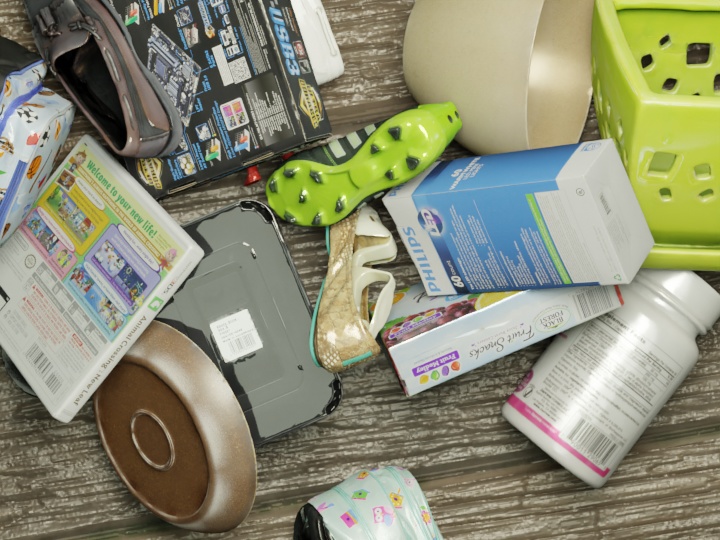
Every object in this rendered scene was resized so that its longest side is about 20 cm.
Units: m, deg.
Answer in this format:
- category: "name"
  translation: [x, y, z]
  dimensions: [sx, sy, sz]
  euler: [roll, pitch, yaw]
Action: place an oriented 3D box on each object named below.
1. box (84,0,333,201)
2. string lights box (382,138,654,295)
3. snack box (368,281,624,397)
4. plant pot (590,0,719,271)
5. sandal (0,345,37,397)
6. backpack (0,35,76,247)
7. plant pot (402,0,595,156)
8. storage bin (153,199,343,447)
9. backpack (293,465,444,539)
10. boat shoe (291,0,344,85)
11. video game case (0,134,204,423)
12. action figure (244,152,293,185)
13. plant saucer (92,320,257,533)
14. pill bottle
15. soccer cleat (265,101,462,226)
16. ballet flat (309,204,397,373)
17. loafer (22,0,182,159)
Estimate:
- category: "box"
  translation: [-0.139, -0.178, 1.252]
  dimensions: [0.198, 0.050, 0.201]
  euler: [-17, 93, 36]
- category: "string lights box"
  translation: [0.125, -0.040, 1.196]
  dimensions: [0.059, 0.199, 0.103]
  euler: [-49, 123, -39]
- category: "snack box"
  translation: [0.112, 0.030, 1.276]
  dimensions: [0.199, 0.142, 0.053]
  euler: [-23, 104, -2]
- category: "plant pot"
  translation: [0.295, -0.111, 1.243]
  dimensions: [0.198, 0.201, 0.182]
  euler: [1, 126, -4]
- category: "sandal"
  translation: [-0.266, 0.016, 1.307]
  dimensions: [0.076, 0.043, 0.201]
  euler: [22, 91, -4]
- category: "backpack"
  translation: [-0.337, -0.100, 1.238]
  dimensions: [0.154, 0.200, 0.191]
  euler: [35, 104, -3]
- category: "plant pot"
  translation: [0.114, -0.186, 1.258]
  dimensions: [0.134, 0.200, 0.202]
  euler: [12, 92, 22]
- category: "storage bin"
  translation: [-0.109, 0.048, 1.293]
  dimensions: [0.134, 0.094, 0.201]
  euler: [-22, 93, -2]
- category: "backpack"
  translation: [0.022, 0.276, 1.290]
  dimensions: [0.126, 0.167, 0.201]
  euler: [-23, 91, -21]
- category: "boat shoe"
  translation: [-0.069, -0.257, 1.298]
  dimensions: [0.065, 0.073, 0.201]
  euler: [-18, 93, -23]
- category: "video game case"
  translation: [-0.241, 0.002, 1.251]
  dimensions: [0.182, 0.022, 0.200]
  euler: [-50, 49, 4]
- category: "action figure"
  translation: [-0.116, -0.177, 1.304]
  dimensions: [0.065, 0.052, 0.201]
  euler: [-22, 91, -7]
- category: "plant saucer"
  translation: [-0.168, 0.140, 1.255]
  dimensions: [0.032, 0.200, 0.201]
  euler: [-26, 95, -42]
- category: "pill bottle"
  translation: [0.226, 0.082, 1.300]
  dimensions: [0.113, 0.113, 0.200]
  euler: [38, 90, -4]
- category: "soccer cleat"
  translation: [0.002, -0.088, 1.237]
  dimensions: [0.199, 0.081, 0.068]
  euler: [-20, 100, 42]
- category: "ballet flat"
  translation: [0.000, 0.000, 1.267]
  dimensions: [0.065, 0.071, 0.201]
  euler: [-6, 55, 15]
- category: "loafer"
  translation: [-0.229, -0.177, 1.243]
  dimensions: [0.200, 0.063, 0.072]
  euler: [51, 123, 11]
